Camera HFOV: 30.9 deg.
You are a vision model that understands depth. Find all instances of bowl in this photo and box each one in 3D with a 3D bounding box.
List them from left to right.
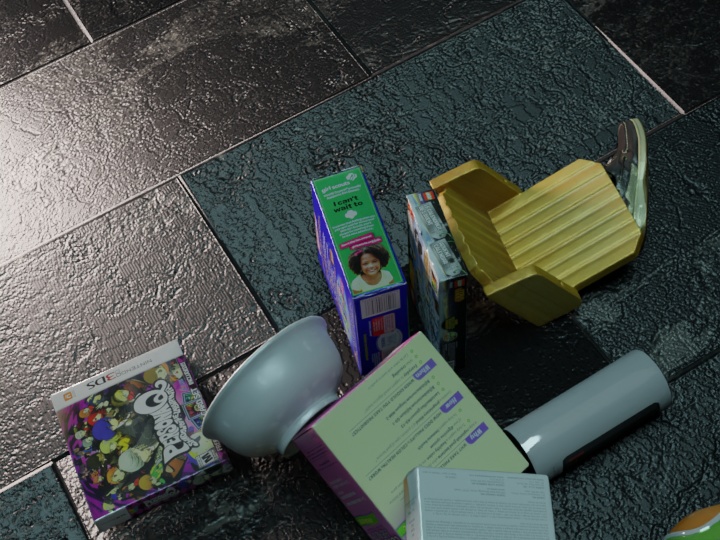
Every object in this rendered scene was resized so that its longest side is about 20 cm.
[{"bbox_3d":[-0.087,0.156,1.555,0.201,0.202,0.090,-40,72,-20],"label":"bowl"}]

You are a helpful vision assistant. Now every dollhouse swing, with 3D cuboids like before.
[{"bbox_3d":[0.230,-0.068,1.671,0.175,0.181,0.201,-39,51,21],"label":"dollhouse swing"}]

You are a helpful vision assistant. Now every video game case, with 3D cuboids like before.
[{"bbox_3d":[-0.276,0.203,1.634,0.180,0.036,0.201,-23,55,-8],"label":"video game case"}]

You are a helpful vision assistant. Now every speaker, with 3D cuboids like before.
[{"bbox_3d":[0.267,0.175,1.551,0.199,0.082,0.081,-29,55,-13],"label":"speaker"}]

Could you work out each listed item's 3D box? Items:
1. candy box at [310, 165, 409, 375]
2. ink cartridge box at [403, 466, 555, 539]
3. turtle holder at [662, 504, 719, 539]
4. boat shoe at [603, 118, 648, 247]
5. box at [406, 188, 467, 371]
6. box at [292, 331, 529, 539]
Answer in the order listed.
[{"bbox_3d":[0.000,0.000,1.659,0.076,0.170,0.201,-16,54,-8],"label":"candy box"},{"bbox_3d":[0.132,0.314,1.388,0.160,0.050,0.202,6,64,-16],"label":"ink cartridge box"},{"bbox_3d":[0.407,0.329,1.384,0.184,0.142,0.132,26,60,25],"label":"turtle holder"},{"bbox_3d":[0.353,-0.123,1.759,0.064,0.074,0.202,3,55,4],"label":"boat shoe"},{"bbox_3d":[0.095,0.017,1.615,0.039,0.201,0.138,-14,54,-7],"label":"box"},{"bbox_3d":[0.057,0.208,1.491,0.176,0.097,0.200,-39,88,-23],"label":"box"}]
